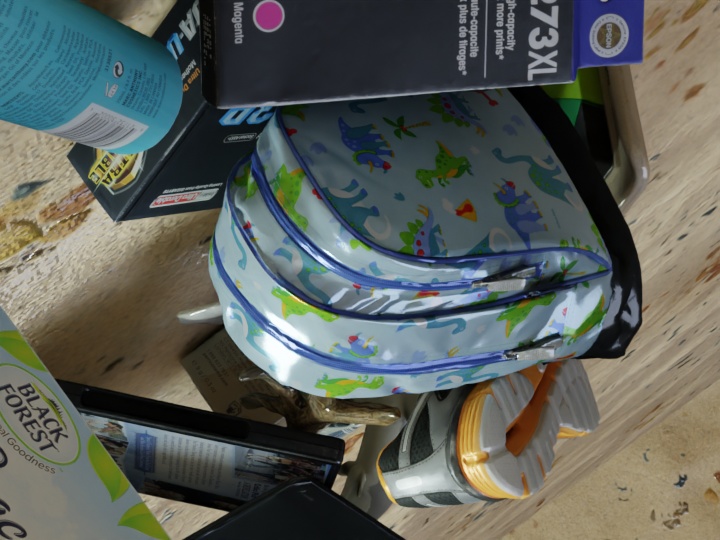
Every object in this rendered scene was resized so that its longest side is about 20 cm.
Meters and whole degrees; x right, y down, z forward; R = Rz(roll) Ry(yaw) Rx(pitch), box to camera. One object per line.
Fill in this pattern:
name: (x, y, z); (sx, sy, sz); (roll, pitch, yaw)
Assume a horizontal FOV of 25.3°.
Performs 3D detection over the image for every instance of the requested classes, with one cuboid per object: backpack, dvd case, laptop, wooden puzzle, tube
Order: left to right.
tube: (-0.139, -0.085, 0.593); (0.077, 0.050, 0.200); (-47, 157, 13)
dvd case: (-0.113, 0.105, 0.926); (0.143, 0.199, 0.018); (109, -7, -65)
laptop: (-0.077, 0.159, 0.975); (0.104, 0.199, 0.177); (-57, 137, -8)
backpack: (0.024, -0.018, 0.766); (0.199, 0.164, 0.154); (-17, 152, -17)
wooden puzzle: (0.108, -0.066, 0.958); (0.037, 0.186, 0.200); (11, 137, -15)

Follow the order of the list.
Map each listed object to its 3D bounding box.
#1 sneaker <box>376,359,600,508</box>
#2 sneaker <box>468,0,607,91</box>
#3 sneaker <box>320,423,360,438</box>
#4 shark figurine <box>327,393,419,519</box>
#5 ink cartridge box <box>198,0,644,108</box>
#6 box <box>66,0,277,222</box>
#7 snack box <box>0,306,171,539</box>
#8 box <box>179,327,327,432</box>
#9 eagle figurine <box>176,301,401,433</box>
sneaker: (0.071, 0.071, 0.857); (0.077, 0.079, 0.200); (-22, -178, 27)
sneaker: (0.079, -0.163, 0.701); (0.112, 0.073, 0.201); (-35, 146, -42)
sneaker: (-0.031, 0.101, 1.257); (0.199, 0.078, 0.086); (-32, 175, 2)
shark figurine: (0.019, 0.120, 1.017); (0.089, 0.128, 0.216); (9, 113, -41)
ink cartridge box: (0.032, -0.121, 0.652); (0.199, 0.037, 0.095); (-7, 108, -18)
box: (-0.026, -0.100, 0.776); (0.159, 0.046, 0.200); (-48, 161, 28)
snack box: (-0.167, 0.084, 0.592); (0.142, 0.200, 0.053); (-20, 154, -47)
box: (-0.016, 0.042, 1.100); (0.200, 0.078, 0.095); (-37, 162, -4)
eagle figurine: (0.004, 0.004, 0.926); (0.201, 0.151, 0.151); (-68, 153, -23)
